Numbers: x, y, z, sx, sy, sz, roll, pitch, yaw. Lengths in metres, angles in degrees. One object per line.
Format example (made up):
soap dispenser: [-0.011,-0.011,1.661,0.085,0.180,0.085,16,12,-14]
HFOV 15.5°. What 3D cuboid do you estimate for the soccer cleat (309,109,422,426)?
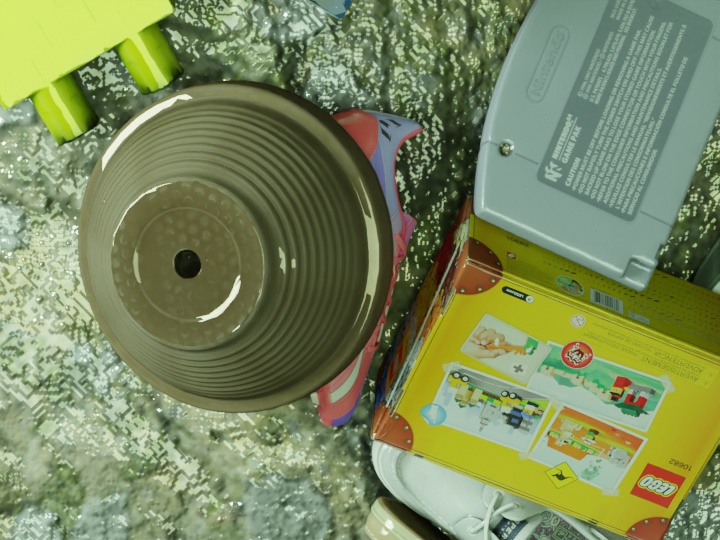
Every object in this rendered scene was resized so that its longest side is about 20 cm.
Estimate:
soccer cleat: [0.000,0.000,1.644,0.076,0.067,0.202,-2,103,-10]

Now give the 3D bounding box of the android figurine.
android figurine: [-0.193,-0.181,1.588,0.181,0.041,0.201,-28,108,3]

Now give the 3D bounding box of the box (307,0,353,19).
box: [0.019,-0.251,1.538,0.038,0.137,0.201,30,100,-14]

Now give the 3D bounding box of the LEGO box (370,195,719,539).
LEGO box: [0.127,0.065,1.640,0.199,0.077,0.149,22,122,-9]

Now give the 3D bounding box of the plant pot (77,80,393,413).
plant pot: [-0.086,-0.009,1.580,0.199,0.093,0.202,3,99,17]

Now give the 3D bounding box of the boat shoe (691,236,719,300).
boat shoe: [0.287,-0.043,1.657,0.060,0.076,0.200,33,112,-14]

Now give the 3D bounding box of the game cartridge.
game cartridge: [0.150,-0.104,1.606,0.133,0.040,0.201,25,80,-7]

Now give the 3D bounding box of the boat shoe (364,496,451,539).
boat shoe: [0.062,0.230,1.708,0.065,0.072,0.200,-40,111,5]

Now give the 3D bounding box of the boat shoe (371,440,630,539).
boat shoe: [0.097,0.160,1.691,0.200,0.069,0.072,37,99,-13]
